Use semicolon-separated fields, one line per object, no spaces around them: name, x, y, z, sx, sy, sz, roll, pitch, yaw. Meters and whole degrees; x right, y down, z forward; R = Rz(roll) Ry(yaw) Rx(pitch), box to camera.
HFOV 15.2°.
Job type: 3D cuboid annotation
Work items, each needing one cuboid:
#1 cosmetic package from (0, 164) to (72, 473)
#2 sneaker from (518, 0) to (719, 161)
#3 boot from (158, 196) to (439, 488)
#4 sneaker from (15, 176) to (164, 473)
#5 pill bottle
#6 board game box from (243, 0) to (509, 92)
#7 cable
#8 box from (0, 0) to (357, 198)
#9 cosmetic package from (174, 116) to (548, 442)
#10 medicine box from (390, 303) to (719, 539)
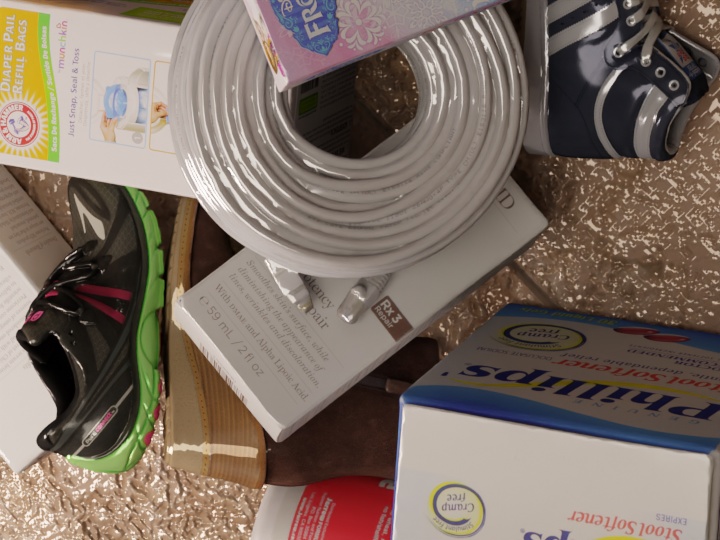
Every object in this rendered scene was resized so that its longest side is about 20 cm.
cosmetic package;-0.234;0.016;1.718;0.101;0.071;0.200;-40;88;25
sneaker;0.147;-0.155;1.522;0.108;0.070;0.200;11;115;23
boot;-0.037;0.042;1.646;0.166;0.200;0.072;2;150;-9
sneaker;-0.165;0.023;1.633;0.077;0.084;0.200;129;142;-58
pill bottle;0.041;0.183;1.632;0.200;0.112;0.112;11;108;18
board game box;0.012;-0.224;1.443;0.199;0.041;0.200;-23;90;-8
cable;-0.008;-0.096;1.491;0.200;0.069;0.200;-43;96;-5
box;-0.114;-0.108;1.614;0.200;0.112;0.101;10;106;17
cosmetic package;0.000;0.000;1.566;0.200;0.074;0.102;-39;86;-9
medicine box;0.135;0.103;1.525;0.182;0.200;0.103;9;107;19
